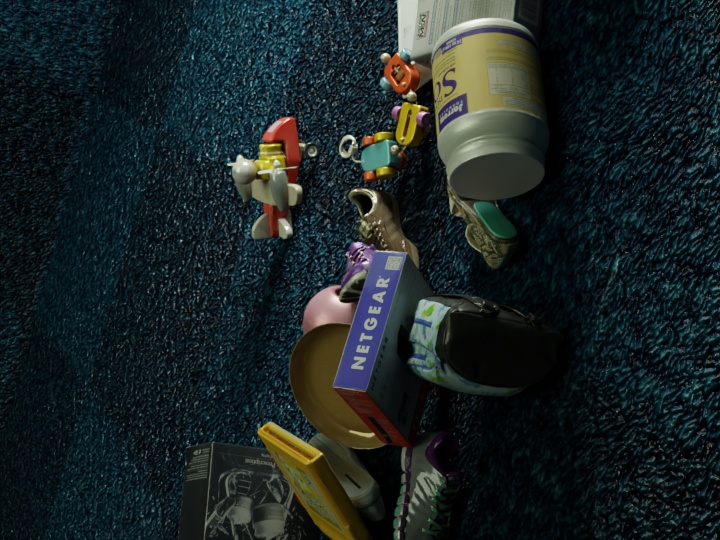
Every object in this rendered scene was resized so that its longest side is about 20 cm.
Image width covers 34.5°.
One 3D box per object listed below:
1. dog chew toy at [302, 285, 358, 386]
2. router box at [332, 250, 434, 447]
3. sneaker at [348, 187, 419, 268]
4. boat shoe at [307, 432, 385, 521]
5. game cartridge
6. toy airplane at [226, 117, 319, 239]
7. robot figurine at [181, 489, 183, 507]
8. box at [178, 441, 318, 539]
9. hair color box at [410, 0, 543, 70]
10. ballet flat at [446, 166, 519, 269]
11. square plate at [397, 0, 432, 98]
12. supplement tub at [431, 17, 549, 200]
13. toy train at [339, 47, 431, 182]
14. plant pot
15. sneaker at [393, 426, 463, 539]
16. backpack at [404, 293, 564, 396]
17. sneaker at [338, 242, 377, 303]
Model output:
[{"bbox_3d":[-0.038,0.127,1.762,0.125,0.124,0.201,47,127,55],"label":"dog chew toy"},{"bbox_3d":[0.044,0.105,1.524,0.049,0.180,0.201,4,63,26],"label":"router box"},{"bbox_3d":[0.028,-0.045,1.753,0.071,0.075,0.200,-55,36,33],"label":"sneaker"},{"bbox_3d":[-0.024,0.308,1.708,0.073,0.067,0.200,-31,28,-8],"label":"boat shoe"},{"bbox_3d":[-0.060,0.322,1.673,0.176,0.032,0.200,16,137,60],"label":"game cartridge"},{"bbox_3d":[-0.167,-0.152,2.064,0.200,0.141,0.200,-47,42,40],"label":"toy airplane"},{"bbox_3d":[-0.230,0.392,1.972,0.200,0.124,0.151,-6,91,59],"label":"robot figurine"},{"bbox_3d":[-0.171,0.372,1.805,0.104,0.199,0.183,-20,62,55],"label":"box"},{"bbox_3d":[0.163,-0.350,1.630,0.200,0.061,0.099,-4,75,49],"label":"hair color box"},{"bbox_3d":[0.155,-0.079,1.569,0.075,0.068,0.200,108,152,-41],"label":"ballet flat"},{"bbox_3d":[0.111,-0.396,1.797,0.198,0.028,0.201,-30,53,51],"label":"square plate"},{"bbox_3d":[0.168,-0.208,1.507,0.145,0.145,0.201,-36,49,49],"label":"supplement tub"},{"bbox_3d":[0.053,-0.231,1.789,0.200,0.055,0.150,-57,48,27],"label":"toy train"},{"bbox_3d":[-0.011,0.163,1.680,0.199,0.027,0.201,11,115,25],"label":"plant pot"},{"bbox_3d":[0.094,0.303,1.510,0.087,0.074,0.201,-29,54,47],"label":"sneaker"},{"bbox_3d":[0.133,0.091,1.444,0.200,0.163,0.154,-136,60,-66],"label":"backpack"},{"bbox_3d":[0.000,0.000,1.636,0.200,0.080,0.084,119,136,-89],"label":"sneaker"}]
